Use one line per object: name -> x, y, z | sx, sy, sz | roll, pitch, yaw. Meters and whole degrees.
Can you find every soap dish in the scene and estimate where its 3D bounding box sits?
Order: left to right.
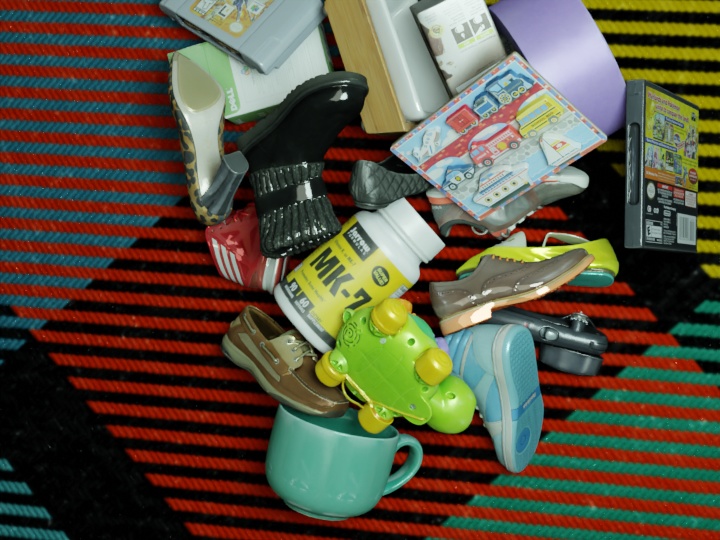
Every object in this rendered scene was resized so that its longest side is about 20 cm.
soap dish -> 0.037, -0.254, 1.234 | 0.081, 0.157, 0.201 | -19, 87, 24

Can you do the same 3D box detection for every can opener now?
can opener -> 0.207, 0.070, 1.247 | 0.199, 0.063, 0.079 | 19, 92, 7

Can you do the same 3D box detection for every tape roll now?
tape roll -> 0.230, -0.238, 1.179 | 0.085, 0.200, 0.201 | -30, 86, 7

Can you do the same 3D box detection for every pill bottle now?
pill bottle -> 0.000, 0.000, 1.251 | 0.200, 0.114, 0.114 | -42, 84, 5

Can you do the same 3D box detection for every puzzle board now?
puzzle board -> 0.151, -0.141, 1.136 | 0.150, 0.017, 0.200 | 36, 135, -22

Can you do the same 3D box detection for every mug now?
mug -> -0.024, 0.238, 1.232 | 0.184, 0.152, 0.115 | 16, 94, 8

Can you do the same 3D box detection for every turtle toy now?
turtle toy -> 0.052, 0.117, 1.189 | 0.200, 0.101, 0.146 | 47, 121, 0

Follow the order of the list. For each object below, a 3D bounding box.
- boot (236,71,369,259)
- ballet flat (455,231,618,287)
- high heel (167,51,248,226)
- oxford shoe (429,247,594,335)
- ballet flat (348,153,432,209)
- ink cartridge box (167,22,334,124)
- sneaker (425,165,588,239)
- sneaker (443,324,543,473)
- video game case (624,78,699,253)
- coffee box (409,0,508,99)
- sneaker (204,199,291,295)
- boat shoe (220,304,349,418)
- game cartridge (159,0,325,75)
boot -> -0.053, -0.118, 1.175 | 0.211, 0.079, 0.159 | -32, 66, 40
ballet flat -> 0.218, -0.015, 1.254 | 0.199, 0.067, 0.067 | 0, 68, 5
high heel -> -0.209, -0.159, 1.262 | 0.071, 0.143, 0.201 | -14, 67, -33
oxford shoe -> 0.176, 0.007, 1.186 | 0.199, 0.071, 0.073 | -22, 83, -3
ballet flat -> 0.048, -0.121, 1.207 | 0.066, 0.200, 0.057 | 15, 114, 21
ink cartridge box -> -0.135, -0.251, 1.299 | 0.199, 0.059, 0.105 | -15, 87, 8
sneaker -> 0.185, -0.083, 1.257 | 0.199, 0.077, 0.082 | -7, 105, 14
sneaker -> 0.153, 0.149, 1.256 | 0.130, 0.079, 0.201 | 11, 117, 38
video game case -> 0.349, -0.113, 1.168 | 0.025, 0.200, 0.182 | 1, 90, 35
coffee box -> 0.137, -0.234, 1.204 | 0.079, 0.113, 0.201 | -25, 107, 7
sneaker -> -0.138, -0.077, 1.290 | 0.115, 0.078, 0.201 | 12, 90, 6
boat shoe -> -0.093, 0.109, 1.251 | 0.199, 0.075, 0.074 | 32, 105, 30
game cartridge -> -0.145, -0.336, 1.269 | 0.200, 0.042, 0.133 | 34, 81, 28
